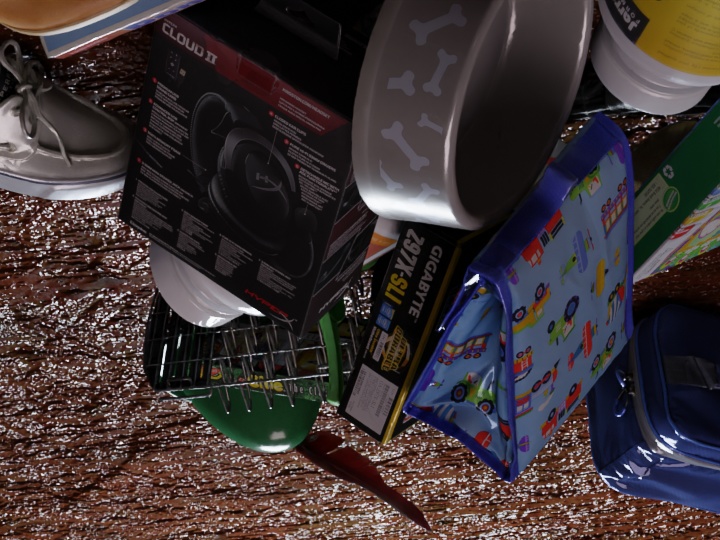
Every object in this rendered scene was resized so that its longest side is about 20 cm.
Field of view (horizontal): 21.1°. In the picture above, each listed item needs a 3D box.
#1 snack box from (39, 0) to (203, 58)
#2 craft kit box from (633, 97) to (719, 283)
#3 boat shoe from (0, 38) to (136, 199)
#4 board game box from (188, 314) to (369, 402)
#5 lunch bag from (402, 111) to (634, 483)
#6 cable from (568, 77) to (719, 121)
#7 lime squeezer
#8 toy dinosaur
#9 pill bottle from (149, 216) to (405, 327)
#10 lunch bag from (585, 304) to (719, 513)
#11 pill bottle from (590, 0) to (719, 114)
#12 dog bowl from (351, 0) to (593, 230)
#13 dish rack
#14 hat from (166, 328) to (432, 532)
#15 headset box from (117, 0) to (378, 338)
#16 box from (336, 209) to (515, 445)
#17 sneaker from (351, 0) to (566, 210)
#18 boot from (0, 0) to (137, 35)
[{"bbox_3d":[-0.103,-0.186,1.087,0.199,0.072,0.024,-19,-179,23],"label":"snack box"},{"bbox_3d":[0.277,-0.082,1.285,0.197,0.049,0.200,-24,162,-35],"label":"craft kit box"},{"bbox_3d":[-0.226,-0.107,1.221,0.200,0.075,0.086,13,145,-13],"label":"boat shoe"},{"bbox_3d":[-0.022,0.066,1.476,0.198,0.105,0.024,7,116,18],"label":"board game box"},{"bbox_3d":[0.112,0.008,1.202,0.094,0.151,0.201,32,146,18],"label":"lunch bag"},{"bbox_3d":[0.169,-0.127,1.298,0.199,0.051,0.097,-8,161,30],"label":"cable"},{"bbox_3d":[0.000,0.000,1.373,0.038,0.201,0.070,40,157,-30],"label":"lime squeezer"},{"bbox_3d":[0.196,-0.072,1.355,0.199,0.058,0.101,-21,158,-25],"label":"toy dinosaur"},{"bbox_3d":[-0.051,-0.037,1.326,0.112,0.113,0.199,22,141,-40],"label":"pill bottle"},{"bbox_3d":[0.290,0.113,1.636,0.199,0.137,0.132,13,146,-28],"label":"lunch bag"},{"bbox_3d":[0.202,-0.178,1.115,0.111,0.113,0.200,2,150,-14],"label":"pill bottle"},{"bbox_3d":[0.071,-0.115,1.118,0.058,0.201,0.200,21,161,25],"label":"dog bowl"},{"bbox_3d":[-0.060,0.045,1.431,0.198,0.154,0.055,-6,132,9],"label":"dish rack"},{"bbox_3d":[-0.076,0.145,1.583,0.199,0.177,0.165,-29,144,36],"label":"hat"},{"bbox_3d":[-0.056,-0.081,1.171,0.148,0.077,0.201,31,135,14],"label":"headset box"},{"bbox_3d":[0.073,0.013,1.332,0.200,0.049,0.161,-27,141,-55],"label":"box"},{"bbox_3d":[0.072,-0.109,1.243,0.199,0.071,0.094,23,127,-21],"label":"sneaker"},{"bbox_3d":[-0.216,-0.193,1.036,0.199,0.071,0.144,-2,151,22],"label":"boot"}]
